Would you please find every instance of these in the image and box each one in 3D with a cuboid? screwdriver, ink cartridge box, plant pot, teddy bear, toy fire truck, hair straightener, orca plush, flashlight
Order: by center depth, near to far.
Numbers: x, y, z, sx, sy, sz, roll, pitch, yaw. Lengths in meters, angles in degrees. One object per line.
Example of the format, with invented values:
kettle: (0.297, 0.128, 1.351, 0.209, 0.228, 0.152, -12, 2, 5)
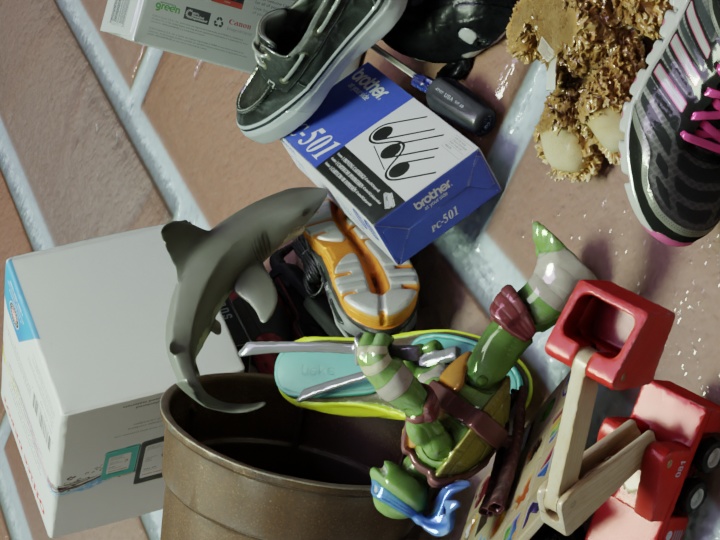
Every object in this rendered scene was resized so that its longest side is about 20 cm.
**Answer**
toy fire truck: (0.138, 0.109, 0.977, 0.049, 0.141, 0.200, 28, 103, 39)
teddy bear: (0.151, -0.156, 1.161, 0.145, 0.067, 0.200, 128, 137, -52)
plant pot: (-0.061, 0.199, 1.258, 0.200, 0.200, 0.199, 38, 119, 58)
ink cartridge box: (0.016, -0.084, 1.326, 0.094, 0.044, 0.200, -36, 33, -6)
screwdriver: (0.032, -0.148, 1.341, 0.200, 0.028, 0.029, 35, 120, 43)
orca plush: (0.039, -0.206, 1.351, 0.200, 0.071, 0.105, 42, 115, 57)
ink cartridge box: (-0.194, 0.089, 1.414, 0.200, 0.146, 0.147, 109, 142, -53)
hair straightener: (-0.029, 0.012, 1.428, 0.077, 0.041, 0.200, -63, 28, 23)
flashlight: (-0.068, 0.071, 1.433, 0.200, 0.068, 0.068, 55, 131, 54)
ink cartridge box: (-0.087, -0.250, 1.457, 0.084, 0.200, 0.176, 27, 102, 61)

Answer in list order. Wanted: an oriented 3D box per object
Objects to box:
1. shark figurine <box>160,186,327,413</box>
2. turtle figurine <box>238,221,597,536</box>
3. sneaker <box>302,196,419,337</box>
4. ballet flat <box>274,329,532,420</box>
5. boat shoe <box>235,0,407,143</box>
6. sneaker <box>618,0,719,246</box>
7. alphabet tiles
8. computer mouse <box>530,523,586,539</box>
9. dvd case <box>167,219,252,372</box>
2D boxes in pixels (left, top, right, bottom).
shark figurine: (-0.116, 0.012, 1.274, 0.128, 0.090, 0.215, -7, 45, 31)
turtle figurine: (0.042, 0.043, 1.115, 0.194, 0.144, 0.200, -45, 48, -2)
sneaker: (0.000, 0.000, 1.343, 0.200, 0.078, 0.077, -102, 3, -55)
ballet flat: (0.036, 0.076, 1.236, 0.200, 0.067, 0.067, 3, 77, 29)
boat shoe: (-0.047, -0.172, 1.334, 0.200, 0.071, 0.072, -43, 38, 39)
sneaker: (0.209, -0.111, 1.016, 0.087, 0.074, 0.200, 12, 84, 67)
alphabet tiles: (0.083, 0.164, 1.079, 0.167, 0.008, 0.200, -59, 6, 46)
computer mouse: (0.126, 0.224, 1.076, 0.059, 0.034, 0.200, -31, 55, 34)
dvd case: (-0.131, 0.080, 1.487, 0.200, 0.025, 0.150, 97, 151, -43)
